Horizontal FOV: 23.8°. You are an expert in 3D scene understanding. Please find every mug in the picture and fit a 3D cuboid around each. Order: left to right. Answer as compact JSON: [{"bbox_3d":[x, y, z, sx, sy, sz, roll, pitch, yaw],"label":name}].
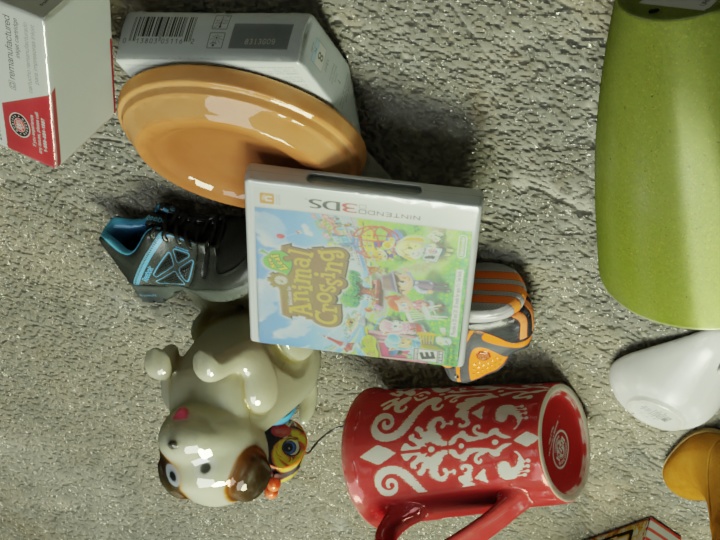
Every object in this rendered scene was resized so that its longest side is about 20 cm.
[{"bbox_3d":[0.101,0.187,1.572,0.199,0.178,0.133,-9,166,31],"label":"mug"}]

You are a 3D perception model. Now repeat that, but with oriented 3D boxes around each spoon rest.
[{"bbox_3d":[0.280,0.090,1.440,0.099,0.061,0.200,29,159,-9],"label":"spoon rest"}]

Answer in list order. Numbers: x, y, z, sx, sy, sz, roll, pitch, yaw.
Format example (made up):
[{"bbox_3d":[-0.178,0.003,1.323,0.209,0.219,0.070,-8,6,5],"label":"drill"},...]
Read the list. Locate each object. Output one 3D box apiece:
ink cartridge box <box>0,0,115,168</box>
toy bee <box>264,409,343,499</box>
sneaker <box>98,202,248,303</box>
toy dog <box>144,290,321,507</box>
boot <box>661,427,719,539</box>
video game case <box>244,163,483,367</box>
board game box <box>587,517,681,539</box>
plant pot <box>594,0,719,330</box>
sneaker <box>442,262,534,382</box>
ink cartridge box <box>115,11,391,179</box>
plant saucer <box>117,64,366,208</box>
[{"bbox_3d":[-0.291,-0.186,1.288,0.199,0.084,0.145,24,138,18],"label":"ink cartridge box"},{"bbox_3d":[-0.093,0.164,1.694,0.199,0.109,0.131,8,142,20],"label":"toy bee"},{"bbox_3d":[-0.148,-0.019,1.498,0.199,0.073,0.082,-11,133,38],"label":"sneaker"},{"bbox_3d":[-0.121,0.119,1.561,0.139,0.200,0.194,4,143,25],"label":"toy dog"},{"bbox_3d":[0.318,0.208,1.491,0.071,0.144,0.201,32,145,-14],"label":"boot"},{"bbox_3d":[0.000,0.000,1.359,0.181,0.022,0.200,7,140,4],"label":"video game case"},{"bbox_3d":[0.227,0.346,1.729,0.046,0.152,0.200,34,145,-18],"label":"board game box"},{"bbox_3d":[0.229,-0.098,1.108,0.186,0.187,0.201,2,127,27],"label":"plant pot"},{"bbox_3d":[0.053,0.047,1.475,0.199,0.078,0.112,7,143,21],"label":"sneaker"},{"bbox_3d":[-0.075,-0.134,1.341,0.159,0.047,0.200,4,159,24],"label":"ink cartridge box"},{"bbox_3d":[-0.095,-0.096,1.333,0.199,0.038,0.200,11,159,4],"label":"plant saucer"}]
